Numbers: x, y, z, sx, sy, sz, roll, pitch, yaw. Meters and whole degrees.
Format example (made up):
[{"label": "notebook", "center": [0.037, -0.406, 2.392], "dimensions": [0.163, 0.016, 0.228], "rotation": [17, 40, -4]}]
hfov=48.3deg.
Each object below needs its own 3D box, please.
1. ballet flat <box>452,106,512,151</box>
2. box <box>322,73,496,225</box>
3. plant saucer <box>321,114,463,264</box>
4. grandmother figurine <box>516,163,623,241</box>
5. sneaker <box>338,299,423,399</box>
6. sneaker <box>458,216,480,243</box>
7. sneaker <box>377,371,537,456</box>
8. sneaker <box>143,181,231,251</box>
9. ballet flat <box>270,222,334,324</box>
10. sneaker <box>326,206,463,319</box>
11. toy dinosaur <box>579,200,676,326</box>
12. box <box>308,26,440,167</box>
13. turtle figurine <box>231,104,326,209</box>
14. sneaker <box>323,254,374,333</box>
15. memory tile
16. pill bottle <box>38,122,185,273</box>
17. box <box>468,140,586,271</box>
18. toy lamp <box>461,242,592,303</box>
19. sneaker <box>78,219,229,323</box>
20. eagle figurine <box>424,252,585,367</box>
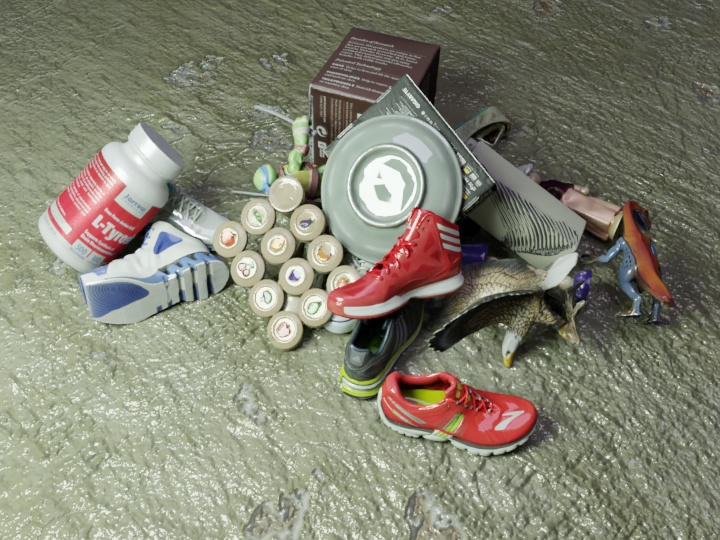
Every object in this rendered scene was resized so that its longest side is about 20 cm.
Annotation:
[{"label": "ballet flat", "center": [0.191, -0.221, 1.356], "dimensions": [0.062, 0.068, 0.199], "rotation": [38, 54, 18]}, {"label": "box", "center": [0.067, -0.140, 1.105], "dimensions": [0.159, 0.049, 0.201], "rotation": [-41, 79, 10]}, {"label": "plant saucer", "center": [0.037, -0.109, 1.061], "dimensions": [0.195, 0.050, 0.206], "rotation": [-1, 87, 14]}, {"label": "grandmother figurine", "center": [0.320, -0.111, 1.262], "dimensions": [0.198, 0.062, 0.120], "rotation": [30, 23, 28]}, {"label": "sneaker", "center": [0.034, 0.071, 1.044], "dimensions": [0.072, 0.082, 0.202], "rotation": [17, 47, 13]}, {"label": "sneaker", "center": [0.169, -0.102, 1.240], "dimensions": [0.077, 0.071, 0.200], "rotation": [37, 53, 13]}, {"label": "sneaker", "center": [0.117, 0.162, 0.955], "dimensions": [0.194, 0.086, 0.078], "rotation": [5, 45, 2]}, {"label": "sneaker", "center": [-0.276, -0.092, 1.184], "dimensions": [0.195, 0.088, 0.076], "rotation": [17, 44, 12]}, {"label": "ballet flat", "center": [-0.078, -0.005, 1.124], "dimensions": [0.068, 0.070, 0.202], "rotation": [13, 46, 10]}, {"label": "sneaker", "center": [0.042, -0.018, 1.005], "dimensions": [0.196, 0.119, 0.078], "rotation": [-17, 24, -30]}, {"label": "toy dinosaur", "center": [0.399, -0.020, 1.115], "dimensions": [0.102, 0.200, 0.186], "rotation": [9, 75, -15]}, {"label": "box", "center": [0.024, -0.264, 1.314], "dimensions": [0.160, 0.168, 0.202], "rotation": [15, 45, 12]}, {"label": "turtle figurine", "center": [-0.078, -0.160, 1.215], "dimensions": [0.189, 0.148, 0.199], "rotation": [6, 11, -24]}, {"label": "sneaker", "center": [0.000, 0.000, 1.119], "dimensions": [0.071, 0.072, 0.201], "rotation": [19, 47, 15]}, {"label": "memory tile", "center": [-0.099, -0.012, 1.074], "dimensions": [0.152, 0.017, 0.202], "rotation": [-35, 75, 1]}, {"label": "pill bottle", "center": [-0.338, -0.101, 1.107], "dimensions": [0.200, 0.112, 0.113], "rotation": [-45, 53, 7]}, {"label": "box", "center": [0.223, -0.089, 1.163], "dimensions": [0.198, 0.082, 0.069], "rotation": [35, 50, -2]}, {"label": "toy lamp", "center": [0.226, 0.002, 1.142], "dimensions": [0.195, 0.059, 0.059], "rotation": [14, 46, 11]}, {"label": "sneaker", "center": [-0.291, -0.003, 1.109], "dimensions": [0.195, 0.082, 0.116], "rotation": [-13, 43, -26]}, {"label": "eagle figurine", "center": [0.187, 0.050, 1.046], "dimensions": [0.195, 0.153, 0.154], "rotation": [12, 65, 2]}]
